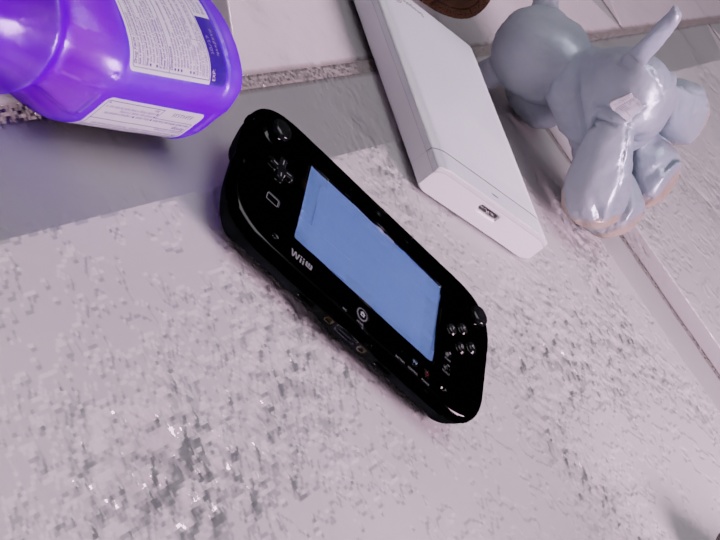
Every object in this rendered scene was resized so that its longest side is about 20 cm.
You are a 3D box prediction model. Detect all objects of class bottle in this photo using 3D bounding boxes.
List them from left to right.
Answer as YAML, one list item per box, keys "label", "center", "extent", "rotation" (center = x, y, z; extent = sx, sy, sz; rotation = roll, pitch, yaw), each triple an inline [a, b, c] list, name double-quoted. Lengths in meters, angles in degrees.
- label: "bottle"
  center: [-0.135, -0.110, 0.817]
  extent: [0.200, 0.065, 0.084]
  rotation: [1, 58, -62]

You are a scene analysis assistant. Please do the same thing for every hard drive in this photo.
- label: "hard drive"
  center: [0.062, -0.113, 1.248]
  extent: [0.132, 0.027, 0.201]
  rotation: [31, 32, -43]

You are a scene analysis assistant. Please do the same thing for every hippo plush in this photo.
- label: "hippo plush"
  center: [0.164, -0.128, 1.371]
  extent: [0.160, 0.160, 0.200]
  rotation: [30, -5, 27]

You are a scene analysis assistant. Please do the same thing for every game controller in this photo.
- label: "game controller"
  center: [0.000, 0.000, 0.951]
  extent: [0.200, 0.042, 0.105]
  rotation: [42, 25, -24]

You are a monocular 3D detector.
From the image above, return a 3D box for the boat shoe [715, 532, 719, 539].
- label: "boat shoe"
  center: [0.318, 0.232, 1.192]
  extent: [0.200, 0.072, 0.076]
  rotation: [42, 25, -26]

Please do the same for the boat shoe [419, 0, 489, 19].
- label: "boat shoe"
  center: [0.032, -0.288, 1.380]
  extent: [0.202, 0.075, 0.075]
  rotation: [47, 18, -14]
